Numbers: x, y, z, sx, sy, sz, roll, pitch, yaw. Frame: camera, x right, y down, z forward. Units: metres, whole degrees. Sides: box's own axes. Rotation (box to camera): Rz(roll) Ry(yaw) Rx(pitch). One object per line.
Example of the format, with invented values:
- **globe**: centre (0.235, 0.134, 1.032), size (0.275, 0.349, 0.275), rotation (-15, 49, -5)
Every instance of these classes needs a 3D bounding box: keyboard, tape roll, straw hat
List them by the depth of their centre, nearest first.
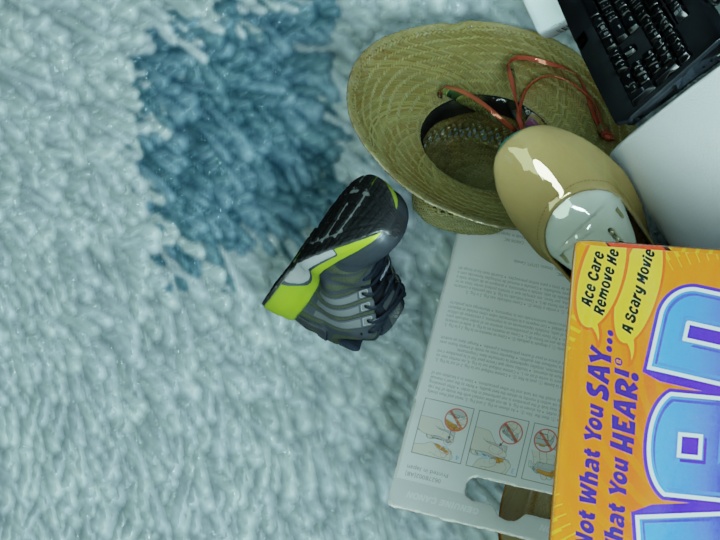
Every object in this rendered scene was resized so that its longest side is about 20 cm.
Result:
- **keyboard**: centre (0.158, -0.169, 0.840), size (0.104, 0.201, 0.040), rotation (-37, 122, 18)
- **tape roll**: centre (0.263, -0.068, 0.851), size (0.202, 0.203, 0.140), rotation (-37, 84, 18)
- **straw hat**: centre (0.078, -0.069, 0.950), size (0.200, 0.201, 0.085), rotation (32, 138, 12)

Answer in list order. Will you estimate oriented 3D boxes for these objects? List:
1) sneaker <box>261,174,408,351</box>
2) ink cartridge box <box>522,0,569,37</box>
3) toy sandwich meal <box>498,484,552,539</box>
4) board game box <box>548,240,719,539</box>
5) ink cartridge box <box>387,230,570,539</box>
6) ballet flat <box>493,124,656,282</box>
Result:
- **sneaker**: centre (0.000, 0.000, 0.973), size (0.081, 0.200, 0.074), rotation (35, 69, -4)
- **ink cartridge box**: centre (0.149, -0.276, 0.947), size (0.159, 0.047, 0.201), rotation (-25, 90, 19)
- **toy sandwich meal**: centre (0.183, 0.185, 0.947), size (0.204, 0.206, 0.071), rotation (30, 146, 13)
- **board game box**: centre (0.198, 0.119, 0.736), size (0.198, 0.200, 0.202), rotation (5, 72, 9)
- **ink cartridge box**: centre (0.119, 0.076, 0.955), size (0.159, 0.050, 0.202), rotation (11, 76, 16)
- **ballet flat**: centre (0.148, -0.008, 0.848), size (0.069, 0.063, 0.200), rotation (-40, 127, 9)
